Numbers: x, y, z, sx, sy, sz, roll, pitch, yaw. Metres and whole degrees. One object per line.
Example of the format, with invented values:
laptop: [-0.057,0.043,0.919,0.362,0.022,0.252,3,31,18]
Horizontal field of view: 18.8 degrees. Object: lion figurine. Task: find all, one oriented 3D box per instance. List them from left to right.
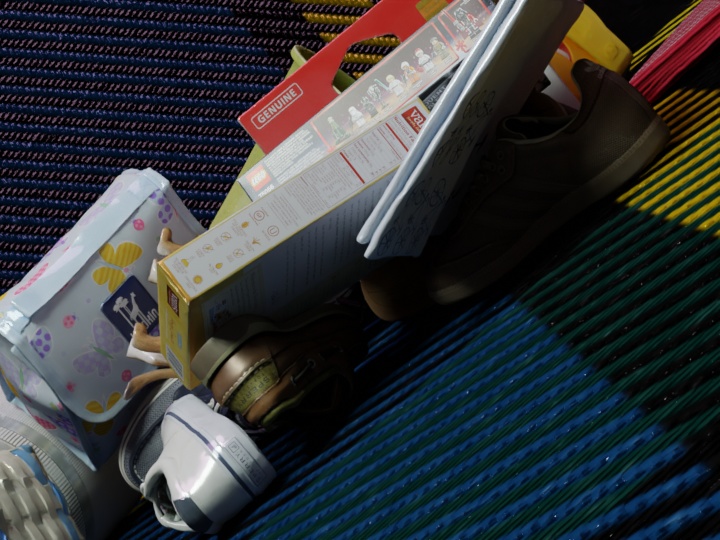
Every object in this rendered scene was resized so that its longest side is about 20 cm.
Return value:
lion figurine: [-0.090,0.031,1.491,0.201,0.121,0.073,-78,7,-46]

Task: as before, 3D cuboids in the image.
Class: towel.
towel: [0.259,-0.186,1.547,0.144,0.023,0.200,-41,3,36]

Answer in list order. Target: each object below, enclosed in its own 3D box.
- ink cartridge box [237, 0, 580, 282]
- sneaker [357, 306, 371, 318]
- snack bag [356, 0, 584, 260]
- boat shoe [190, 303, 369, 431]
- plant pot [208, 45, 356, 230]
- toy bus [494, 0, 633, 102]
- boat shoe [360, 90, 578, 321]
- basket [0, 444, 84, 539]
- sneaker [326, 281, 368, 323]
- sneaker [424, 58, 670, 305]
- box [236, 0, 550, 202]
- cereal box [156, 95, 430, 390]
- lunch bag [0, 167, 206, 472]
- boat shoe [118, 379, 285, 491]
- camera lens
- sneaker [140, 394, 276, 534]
ink cartridge box: [0.041,-0.099,1.535,0.200,0.177,0.045,-39,4,0]
sneaker: [-0.036,0.026,1.692,0.087,0.074,0.200,-40,4,31]
snack bag: [0.073,-0.090,1.331,0.190,0.021,0.200,-59,-11,9]
boat shoe: [-0.039,0.071,1.397,0.072,0.068,0.200,-49,-16,20]
plant pot: [-0.032,-0.062,1.896,0.185,0.200,0.200,-52,3,8]
toy bus: [0.097,-0.123,1.717,0.193,0.135,0.200,-57,12,-17]
boat shoe: [0.082,-0.039,1.478,0.072,0.072,0.200,5,-49,-53]
basket: [-0.254,0.204,1.321,0.139,0.177,0.199,-38,-13,31]
sneaker: [0.000,0.000,1.606,0.199,0.081,0.075,-22,52,14]
sneaker: [0.100,-0.057,1.347,0.200,0.076,0.070,-38,6,33]
box: [0.025,-0.092,1.430,0.200,0.040,0.137,-39,-20,6]
cereal box: [-0.037,-0.015,1.372,0.199,0.040,0.144,-34,-19,-18]
lunch bag: [-0.188,0.033,1.612,0.170,0.127,0.200,-48,-19,-19]
boat shoe: [-0.101,0.102,1.557,0.200,0.075,0.093,-43,13,15]
camera lens: [-0.271,0.173,1.740,0.160,0.160,0.200,-38,6,33]
sneaker: [-0.111,0.128,1.402,0.071,0.073,0.200,-39,5,-11]
